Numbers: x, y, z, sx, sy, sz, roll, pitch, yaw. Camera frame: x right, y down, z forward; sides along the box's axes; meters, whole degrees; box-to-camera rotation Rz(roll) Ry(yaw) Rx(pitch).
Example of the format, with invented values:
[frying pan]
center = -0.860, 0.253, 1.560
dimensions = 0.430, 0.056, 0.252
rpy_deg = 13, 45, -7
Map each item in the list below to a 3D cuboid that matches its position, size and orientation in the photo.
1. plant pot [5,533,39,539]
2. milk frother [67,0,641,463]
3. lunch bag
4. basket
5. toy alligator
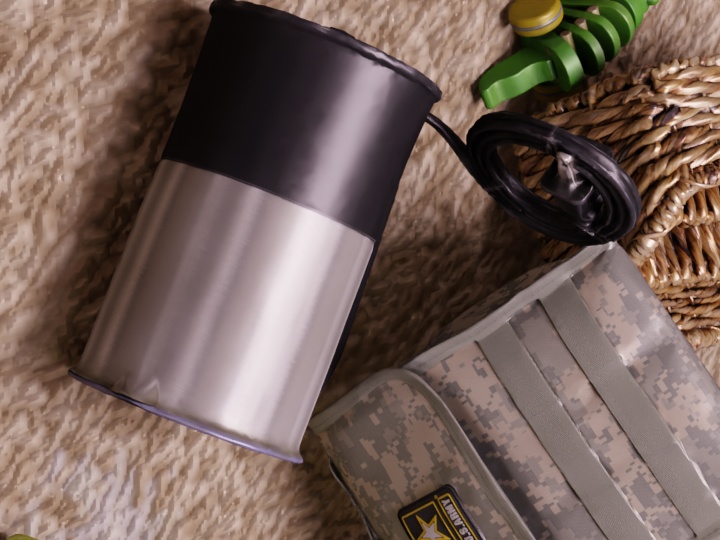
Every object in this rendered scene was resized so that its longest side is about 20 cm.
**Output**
[plant pot]
center = -0.117, 0.272, 0.823
dimensions = 0.199, 0.200, 0.182
rpy_deg = -51, 140, -23
[milk frother]
center = 0.000, 0.000, 0.846
dimensions = 0.180, 0.200, 0.189
rpy_deg = 24, 86, -51
[lunch bag]
center = 0.089, 0.096, 0.943
dimensions = 0.200, 0.164, 0.118
rpy_deg = -34, 177, 7
[basket]
center = 0.206, -0.036, 1.061
dimensions = 0.200, 0.142, 0.150
rpy_deg = -2, 76, -46
[toy alligator]
center = 0.144, -0.154, 1.053
dimensions = 0.200, 0.054, 0.059
rpy_deg = -44, 132, -27
